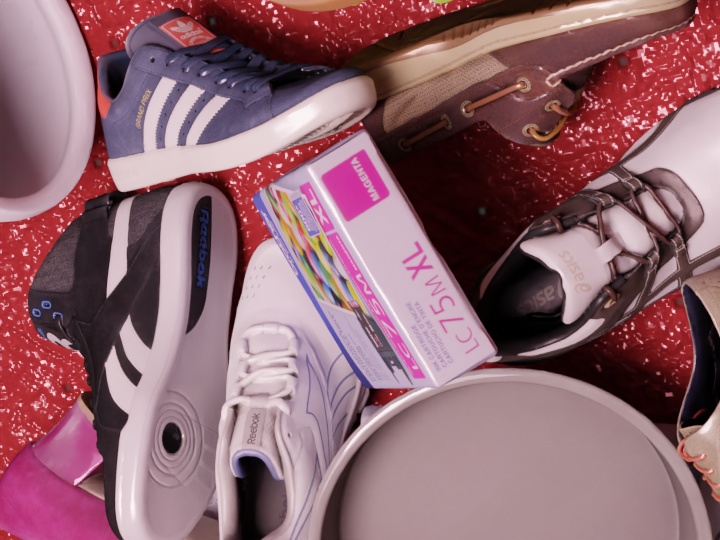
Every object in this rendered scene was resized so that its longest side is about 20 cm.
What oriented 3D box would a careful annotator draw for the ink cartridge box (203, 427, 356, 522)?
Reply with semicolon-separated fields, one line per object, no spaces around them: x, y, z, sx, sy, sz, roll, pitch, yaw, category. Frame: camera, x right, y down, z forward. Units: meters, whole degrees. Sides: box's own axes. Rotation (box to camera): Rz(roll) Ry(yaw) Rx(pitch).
-0.025;0.180;1.285;0.200;0.041;0.200;22;113;18;ink cartridge box

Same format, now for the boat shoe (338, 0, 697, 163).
0.082;-0.096;1.132;0.200;0.072;0.072;-15;107;32;boat shoe

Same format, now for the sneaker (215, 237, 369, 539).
-0.038;0.074;1.202;0.074;0.087;0.200;-7;71;16;sneaker

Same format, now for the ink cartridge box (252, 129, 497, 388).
0.000;0.000;1.139;0.042;0.200;0.119;-31;93;-9;ink cartridge box

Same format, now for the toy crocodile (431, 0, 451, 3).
0.055;-0.187;1.118;0.200;0.062;0.067;-29;129;35;toy crocodile

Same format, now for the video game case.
0.097;0.162;1.199;0.200;0.023;0.182;3;109;5;video game case

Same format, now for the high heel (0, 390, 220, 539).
-0.118;0.165;1.258;0.200;0.067;0.096;45;108;13;high heel

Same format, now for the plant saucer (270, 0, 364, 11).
0.013;-0.210;1.086;0.200;0.037;0.200;-24;55;39;plant saucer

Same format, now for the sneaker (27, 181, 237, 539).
-0.129;0.054;1.243;0.112;0.073;0.200;-6;65;33;sneaker

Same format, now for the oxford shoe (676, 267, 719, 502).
0.184;0.095;1.119;0.075;0.070;0.200;-3;89;-17;oxford shoe

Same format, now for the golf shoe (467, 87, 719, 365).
0.130;-0.014;1.114;0.200;0.094;0.078;-41;85;21;golf shoe

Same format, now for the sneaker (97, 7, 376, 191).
-0.073;-0.095;1.174;0.200;0.075;0.085;-10;98;49;sneaker

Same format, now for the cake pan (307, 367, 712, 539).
0.074;0.136;1.161;0.200;0.037;0.200;2;109;4;cake pan

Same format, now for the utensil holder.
-0.270;-0.082;1.244;0.200;0.170;0.170;-19;98;32;utensil holder
